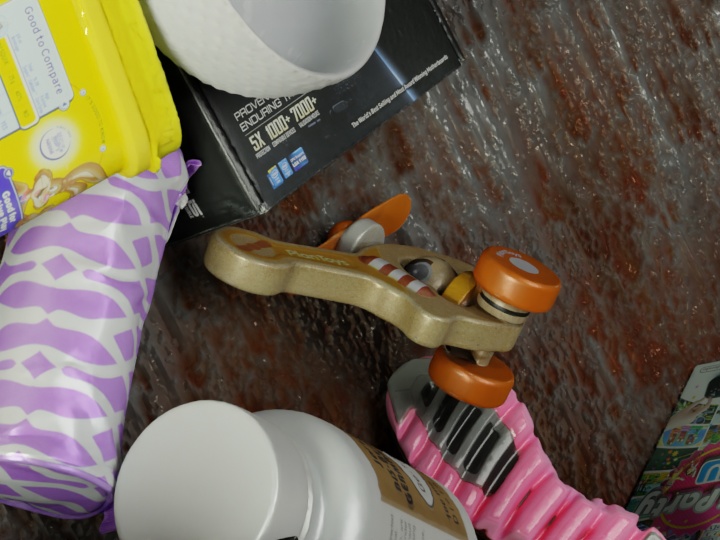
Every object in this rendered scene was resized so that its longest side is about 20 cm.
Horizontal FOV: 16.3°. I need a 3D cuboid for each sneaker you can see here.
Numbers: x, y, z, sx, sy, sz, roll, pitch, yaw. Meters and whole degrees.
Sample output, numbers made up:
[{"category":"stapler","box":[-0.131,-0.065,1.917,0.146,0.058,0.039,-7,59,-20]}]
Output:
[{"category":"sneaker","box":[0.085,0.133,1.426,0.200,0.095,0.079,45,73,2]}]

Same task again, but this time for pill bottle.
[{"category":"pill bottle","box":[-0.031,0.131,1.237,0.200,0.114,0.114,33,55,-57]}]

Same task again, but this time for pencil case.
[{"category":"pencil case","box":[-0.137,0.021,1.222,0.085,0.084,0.200,25,65,-28]}]

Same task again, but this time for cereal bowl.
[{"category":"cereal bowl","box":[-0.074,-0.173,1.207,0.200,0.083,0.200,37,44,-45]}]

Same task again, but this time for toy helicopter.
[{"category":"toy helicopter","box":[0.000,0.000,1.359,0.200,0.132,0.079,11,114,-35]}]

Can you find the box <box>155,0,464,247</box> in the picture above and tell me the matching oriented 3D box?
[{"category":"box","box":[-0.060,-0.133,1.344,0.200,0.086,0.164,-38,105,-44]}]

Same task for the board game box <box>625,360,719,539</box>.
[{"category":"board game box","box":[0.243,0.133,1.525,0.064,0.147,0.200,52,47,-23]}]

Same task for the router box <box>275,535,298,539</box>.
[{"category":"router box","box":[-0.082,0.213,1.135,0.062,0.200,0.150,-34,103,-50]}]

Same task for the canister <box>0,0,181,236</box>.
[{"category":"canister","box":[-0.197,-0.074,1.126,0.200,0.087,0.149,-30,123,-20]}]
